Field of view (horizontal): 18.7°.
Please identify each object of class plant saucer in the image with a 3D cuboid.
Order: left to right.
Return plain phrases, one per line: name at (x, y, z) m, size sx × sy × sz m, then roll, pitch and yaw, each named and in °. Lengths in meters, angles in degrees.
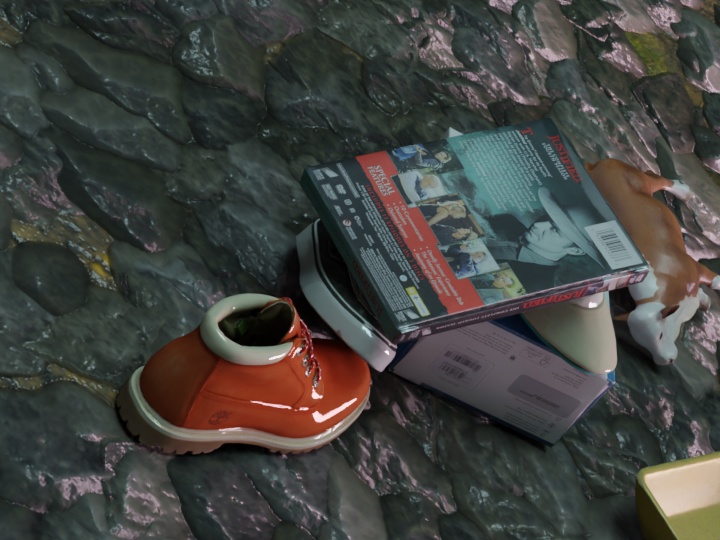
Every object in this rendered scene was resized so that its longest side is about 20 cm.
plant saucer at (0.298, 0.228, 1.607) m, size 0.200 × 0.048 × 0.200 m, roll -5°, pitch 55°, yaw -47°

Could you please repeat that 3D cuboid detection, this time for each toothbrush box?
toothbrush box at (0.103, 0.010, 1.619) m, size 0.146 × 0.085 × 0.200 m, roll 25°, pitch 39°, yaw -20°

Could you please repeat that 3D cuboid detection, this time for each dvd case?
dvd case at (0.077, -0.030, 1.470) m, size 0.200 × 0.022 × 0.146 m, roll -14°, pitch 56°, yaw -26°

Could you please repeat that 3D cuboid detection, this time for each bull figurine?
bull figurine at (0.245, -0.010, 1.799) m, size 0.121 × 0.065 × 0.200 m, roll 14°, pitch 46°, yaw -40°

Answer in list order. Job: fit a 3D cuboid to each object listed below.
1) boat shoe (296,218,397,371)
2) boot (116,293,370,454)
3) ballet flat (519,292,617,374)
boat shoe at (0.000, 0.000, 1.489) m, size 0.071 × 0.064 × 0.200 m, roll 42°, pitch 11°, yaw -24°
boot at (-0.049, 0.061, 1.400) m, size 0.200 × 0.107 × 0.075 m, roll -3°, pitch 51°, yaw -48°
ballet flat at (0.120, -0.016, 1.533) m, size 0.200 × 0.070 × 0.069 m, roll 48°, pitch 35°, yaw 13°
